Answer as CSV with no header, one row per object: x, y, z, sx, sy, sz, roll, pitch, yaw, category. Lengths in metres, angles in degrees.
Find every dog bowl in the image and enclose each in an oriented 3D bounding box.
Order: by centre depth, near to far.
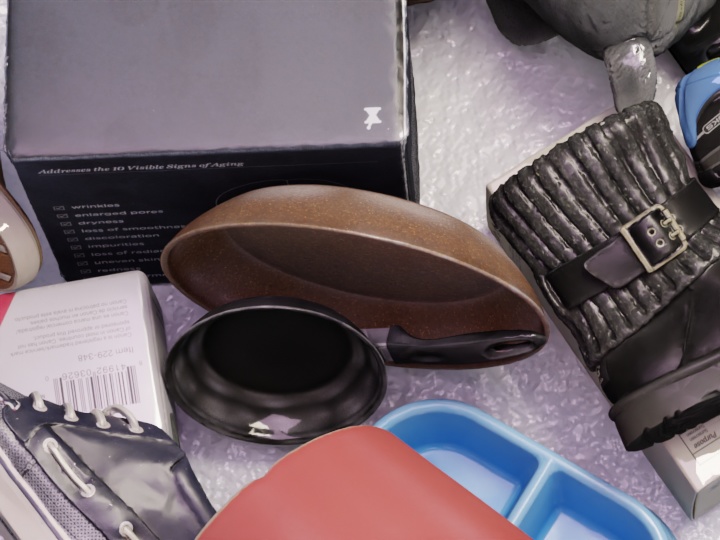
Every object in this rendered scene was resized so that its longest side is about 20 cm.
0.078,0.138,1.545,0.200,0.050,0.112,30,76,11,dog bowl

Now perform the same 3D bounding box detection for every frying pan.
-0.014,0.035,1.508,0.190,0.115,0.031,-28,42,30,frying pan

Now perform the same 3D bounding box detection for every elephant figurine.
0.096,-0.186,1.598,0.200,0.142,0.155,11,36,36,elephant figurine

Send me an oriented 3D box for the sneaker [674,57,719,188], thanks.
0.258,-0.068,1.573,0.199,0.071,0.083,1,80,-21,sneaker

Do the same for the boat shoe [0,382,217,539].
-0.150,0.089,1.480,0.093,0.075,0.200,-35,82,-15,boat shoe

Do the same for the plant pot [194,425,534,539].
0.015,0.184,1.430,0.200,0.200,0.177,-37,63,-8,plant pot

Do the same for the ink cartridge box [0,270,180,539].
-0.165,0.115,1.548,0.147,0.086,0.200,-8,73,0,ink cartridge box

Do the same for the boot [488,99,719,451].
0.185,-0.021,1.493,0.211,0.079,0.158,-25,74,-2,boot

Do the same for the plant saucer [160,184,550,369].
0.000,0.000,1.504,0.200,0.200,0.037,9,72,6,plant saucer

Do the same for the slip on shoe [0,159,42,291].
-0.219,-0.060,1.592,0.061,0.076,0.200,-26,41,-27,slip on shoe

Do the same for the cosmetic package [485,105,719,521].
0.161,0.018,1.566,0.103,0.073,0.200,-31,74,-7,cosmetic package

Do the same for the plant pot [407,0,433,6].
-0.061,-0.221,1.607,0.174,0.200,0.200,-14,71,17,plant pot

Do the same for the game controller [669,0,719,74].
0.254,-0.174,1.637,0.200,0.042,0.104,-30,59,-7,game controller

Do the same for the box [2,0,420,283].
-0.071,-0.080,1.546,0.200,0.197,0.124,-2,73,2,box
